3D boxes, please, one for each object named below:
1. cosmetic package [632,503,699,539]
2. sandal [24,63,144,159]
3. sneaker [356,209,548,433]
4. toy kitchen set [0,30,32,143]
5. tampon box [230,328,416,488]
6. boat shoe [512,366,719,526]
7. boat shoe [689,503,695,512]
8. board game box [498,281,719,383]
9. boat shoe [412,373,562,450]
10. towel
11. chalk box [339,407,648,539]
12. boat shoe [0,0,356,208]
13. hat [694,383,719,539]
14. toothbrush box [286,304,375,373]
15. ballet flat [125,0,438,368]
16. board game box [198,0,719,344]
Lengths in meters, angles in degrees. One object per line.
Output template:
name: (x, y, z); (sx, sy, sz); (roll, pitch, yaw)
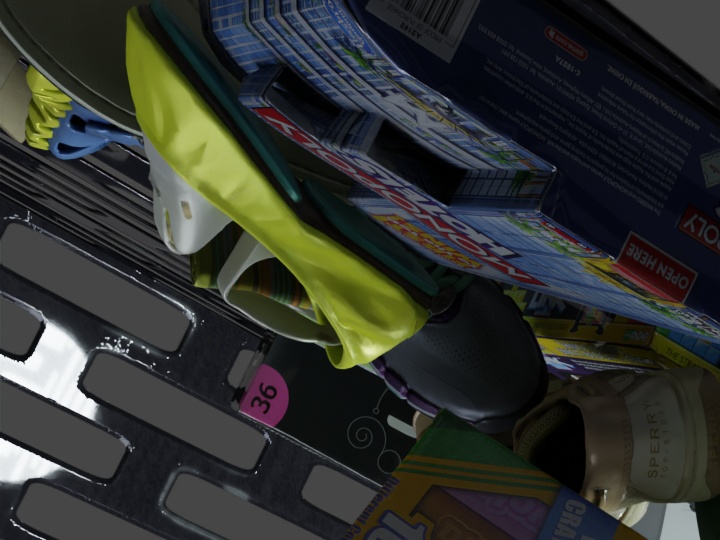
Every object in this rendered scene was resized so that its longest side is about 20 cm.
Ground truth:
cosmetic package: (0.245, 0.210, 1.082); (0.198, 0.152, 0.052); (9, -173, -36)
sandal: (-0.123, -0.089, 0.830); (0.086, 0.080, 0.200); (24, 175, -8)
sneaker: (0.011, -0.005, 0.782); (0.200, 0.074, 0.088); (47, 174, 30)
toy kitchen set: (-0.341, -0.113, 1.029); (0.162, 0.182, 0.200); (25, 169, 21)
tampon box: (0.021, 0.086, 1.245); (0.199, 0.151, 0.126); (27, 174, -6)
boat shoe: (0.096, 0.077, 0.709); (0.064, 0.072, 0.200); (-3, 167, -10)
boat shoe: (0.251, 0.147, 0.970); (0.199, 0.072, 0.072); (12, -178, -45)
board game box: (0.169, 0.046, 0.789); (0.164, 0.057, 0.200); (31, 171, -15)
boat shoe: (0.125, 0.091, 0.945); (0.198, 0.072, 0.076); (-5, 137, 18)
towel: (0.000, 0.000, 0.868); (0.198, 0.018, 0.087); (15, -139, -21)
chalk box: (0.081, 0.174, 0.648); (0.199, 0.124, 0.125); (31, 157, 23)
boat shoe: (-0.074, -0.080, 0.711); (0.198, 0.075, 0.066); (19, 164, -18)
hat: (0.169, 0.165, 0.648); (0.166, 0.177, 0.199); (45, 156, -28)
toothbrush box: (-0.012, 0.005, 1.047); (0.145, 0.087, 0.200); (26, 172, 6)
ballet flat: (-0.043, -0.022, 0.651); (0.200, 0.067, 0.067); (44, -170, -39)
board game box: (0.033, -0.048, 0.590); (0.199, 0.062, 0.200); (30, 172, -21)
